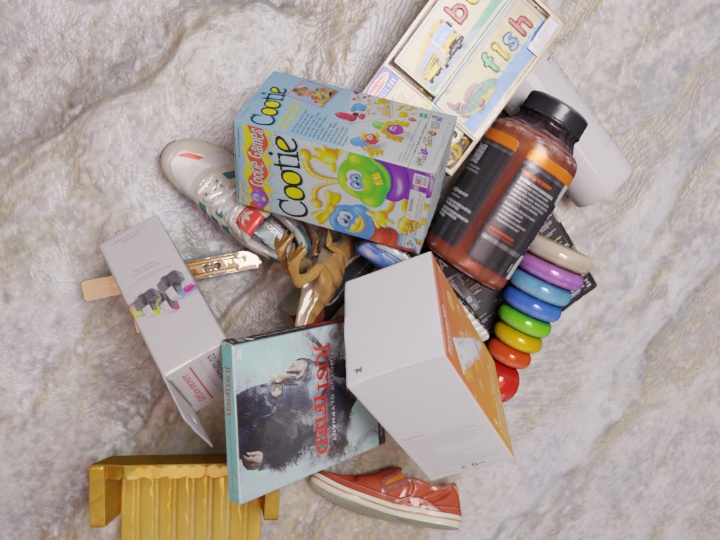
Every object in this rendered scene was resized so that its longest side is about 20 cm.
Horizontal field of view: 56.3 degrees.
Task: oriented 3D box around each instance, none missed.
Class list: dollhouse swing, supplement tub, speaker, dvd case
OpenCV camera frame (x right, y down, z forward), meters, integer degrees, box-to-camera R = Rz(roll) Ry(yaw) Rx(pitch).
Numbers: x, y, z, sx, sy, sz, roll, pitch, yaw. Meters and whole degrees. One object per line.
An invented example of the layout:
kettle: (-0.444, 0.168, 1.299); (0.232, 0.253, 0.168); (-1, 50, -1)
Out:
dollhouse swing: (-0.195, 0.302, 0.763); (0.197, 0.182, 0.178); (3, 79, -10)
supplement tub: (0.159, -0.087, 0.723); (0.106, 0.107, 0.201); (29, 100, -12)
speaker: (0.230, -0.172, 0.786); (0.081, 0.081, 0.200); (-42, 103, 0)
dvd case: (-0.048, 0.126, 0.666); (0.199, 0.022, 0.148); (-7, 97, -48)

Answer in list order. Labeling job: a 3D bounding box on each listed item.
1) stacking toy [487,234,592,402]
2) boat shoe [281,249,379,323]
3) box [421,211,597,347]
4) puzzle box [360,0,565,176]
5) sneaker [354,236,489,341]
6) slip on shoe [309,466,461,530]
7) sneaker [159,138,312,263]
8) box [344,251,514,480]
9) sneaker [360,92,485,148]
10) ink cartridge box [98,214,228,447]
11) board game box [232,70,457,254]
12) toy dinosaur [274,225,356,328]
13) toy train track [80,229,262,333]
stacking toy: (0.188, 0.062, 0.778); (0.084, 0.085, 0.202); (21, 100, -12)
boat shoe: (0.000, 0.000, 0.785); (0.200, 0.071, 0.063); (-42, 113, -3)
box: (0.167, 0.009, 0.826); (0.199, 0.044, 0.161); (-36, 103, -2)
puzzle box: (0.105, -0.220, 0.708); (0.132, 0.025, 0.201); (36, 95, -11)
sneaker: (0.057, 0.036, 0.743); (0.089, 0.079, 0.200); (-41, 115, 7)
slip on shoe: (0.033, 0.277, 0.846); (0.197, 0.074, 0.062); (13, 63, -5)
sneaker: (-0.132, -0.075, 0.739); (0.199, 0.093, 0.071); (39, 92, -13)
box: (0.070, 0.102, 0.674); (0.097, 0.125, 0.201); (-20, 134, 18)
sneaker: (0.049, -0.154, 0.754); (0.197, 0.075, 0.090); (-12, 82, -8)
ink cartridge box: (-0.174, 0.061, 0.665); (0.067, 0.115, 0.201); (-29, 66, -12)
board game box: (-0.016, -0.111, 0.683); (0.198, 0.105, 0.104); (17, 136, 9)
toy dinosaur: (-0.046, 0.017, 0.691); (0.106, 0.060, 0.202); (44, 59, -35)
toy train track: (-0.214, 0.004, 0.774); (0.197, 0.033, 0.116); (-11, 94, -13)
